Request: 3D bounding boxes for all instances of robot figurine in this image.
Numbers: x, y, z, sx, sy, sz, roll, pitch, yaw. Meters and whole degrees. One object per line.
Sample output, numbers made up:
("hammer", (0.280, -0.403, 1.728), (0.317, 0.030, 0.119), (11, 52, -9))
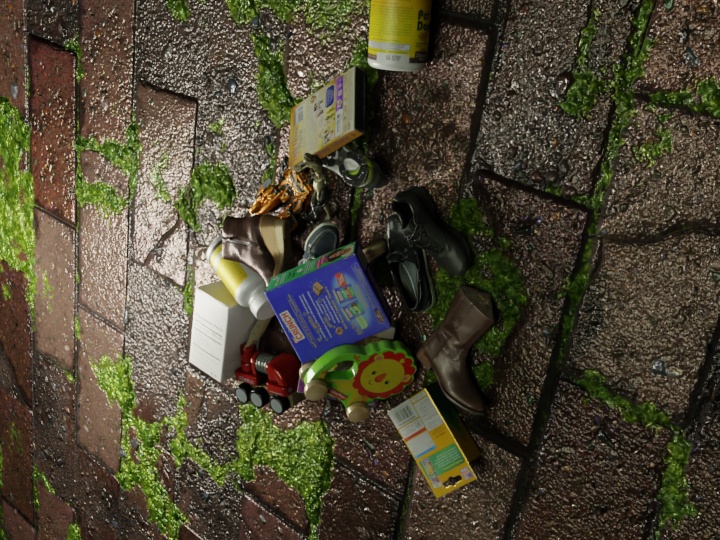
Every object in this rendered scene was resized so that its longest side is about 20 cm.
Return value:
("robot figurine", (-0.154, -0.156, 1.788), (0.200, 0.058, 0.146), (-42, 77, 40))

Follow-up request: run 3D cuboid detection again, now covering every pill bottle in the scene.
("pill bottle", (0.072, -0.461, 1.475), (0.109, 0.109, 0.202), (18, 114, 35))
("pill bottle", (-0.253, 0.012, 1.875), (0.200, 0.111, 0.112), (50, 129, 26))

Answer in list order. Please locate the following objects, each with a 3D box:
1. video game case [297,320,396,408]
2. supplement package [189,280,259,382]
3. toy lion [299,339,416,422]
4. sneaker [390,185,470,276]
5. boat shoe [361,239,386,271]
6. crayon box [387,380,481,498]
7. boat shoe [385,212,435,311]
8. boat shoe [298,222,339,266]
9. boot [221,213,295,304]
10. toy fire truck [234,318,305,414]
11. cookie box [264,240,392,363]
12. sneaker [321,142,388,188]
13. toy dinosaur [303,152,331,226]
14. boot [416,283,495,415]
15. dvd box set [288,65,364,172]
("video game case", (-0.030, 0.181, 1.738), (0.179, 0.036, 0.202), (12, 114, 1))
("supplement package", (-0.316, 0.137, 1.969), (0.119, 0.121, 0.202), (26, 118, 32))
("toy lion", (0.007, 0.205, 1.664), (0.192, 0.199, 0.069), (-43, 38, 18))
("sneaker", (0.124, -0.067, 1.558), (0.200, 0.090, 0.076), (51, 127, 16))
("boat shoe", (0.000, 0.000, 1.702), (0.065, 0.071, 0.200), (58, 141, 5))
("crayon box", (0.155, 0.341, 1.675), (0.126, 0.051, 0.201), (-39, 76, 40))
("boat shoe", (0.085, -0.013, 1.622), (0.074, 0.066, 0.201), (-12, 95, 42))
("boat shoe", (-0.096, -0.005, 1.709), (0.201, 0.074, 0.062), (-59, 20, 26))
("boot", (-0.224, -0.021, 1.793), (0.165, 0.072, 0.202), (2, 92, 30))
("toy fire truck", (-0.207, 0.201, 1.912), (0.175, 0.128, 0.202), (9, 118, 38))
("cookie box", (-0.061, 0.063, 1.634), (0.198, 0.075, 0.172), (-22, 108, 12))
("sneaker", (-0.020, -0.213, 1.649), (0.074, 0.081, 0.200), (-55, 45, 15))
("toy dinosaur", (-0.081, -0.142, 1.665), (0.047, 0.089, 0.201), (3, 141, 10))
("boot", (0.212, 0.147, 1.570), (0.186, 0.064, 0.201), (44, 122, 19))
("dvd box set", (-0.069, -0.297, 1.651), (0.199, 0.029, 0.148), (-24, 56, 41))
